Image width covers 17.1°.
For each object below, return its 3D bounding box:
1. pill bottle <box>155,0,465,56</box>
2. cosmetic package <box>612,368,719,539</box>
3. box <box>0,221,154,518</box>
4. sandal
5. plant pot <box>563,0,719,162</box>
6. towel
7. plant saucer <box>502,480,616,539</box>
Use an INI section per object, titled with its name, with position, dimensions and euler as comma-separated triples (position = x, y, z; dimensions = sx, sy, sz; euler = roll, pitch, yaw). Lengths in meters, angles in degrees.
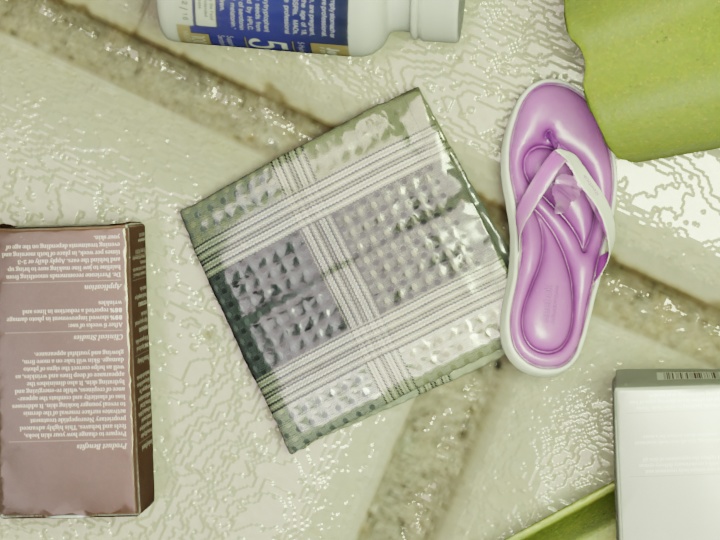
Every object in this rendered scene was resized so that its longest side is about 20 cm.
[pill bottle]
position = -0.030, -0.204, 1.595
dimensions = 0.199, 0.120, 0.120
euler = 5, 93, 5
[cosmetic package]
position = 0.218, 0.168, 1.561
dimensions = 0.106, 0.090, 0.201
euler = 0, 95, 5
[box]
position = -0.197, 0.067, 1.649
dimensions = 0.100, 0.075, 0.201
euler = -1, 91, 5
[sandal]
position = 0.138, -0.030, 1.608
dimensions = 0.082, 0.050, 0.204
euler = 4, 82, -12
[plant pot]
position = 0.237, -0.156, 1.551
dimensions = 0.183, 0.200, 0.201
euler = -17, 91, 18
[towel]
position = 0.000, 0.000, 1.652
dimensions = 0.199, 0.035, 0.193
euler = -26, 87, 8
[plant saucer]
position = 0.193, 0.243, 1.632
dimensions = 0.199, 0.048, 0.200
euler = -29, 90, 7
